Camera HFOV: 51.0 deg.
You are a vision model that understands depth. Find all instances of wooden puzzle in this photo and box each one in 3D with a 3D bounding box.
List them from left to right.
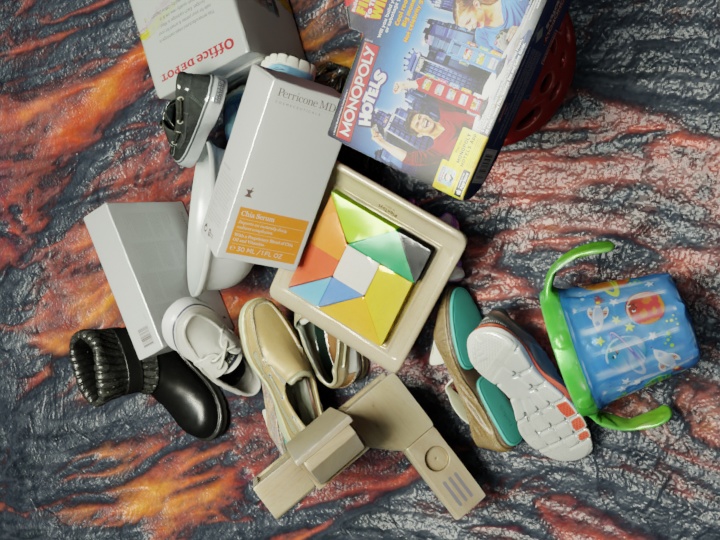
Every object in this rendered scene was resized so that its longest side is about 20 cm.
[{"bbox_3d":[0.000,0.000,0.856,0.185,0.037,0.201,31,117,12],"label":"wooden puzzle"}]

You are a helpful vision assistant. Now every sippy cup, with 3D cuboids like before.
[{"bbox_3d":[0.266,0.066,0.769,0.130,0.178,0.140,-19,45,17],"label":"sippy cup"}]

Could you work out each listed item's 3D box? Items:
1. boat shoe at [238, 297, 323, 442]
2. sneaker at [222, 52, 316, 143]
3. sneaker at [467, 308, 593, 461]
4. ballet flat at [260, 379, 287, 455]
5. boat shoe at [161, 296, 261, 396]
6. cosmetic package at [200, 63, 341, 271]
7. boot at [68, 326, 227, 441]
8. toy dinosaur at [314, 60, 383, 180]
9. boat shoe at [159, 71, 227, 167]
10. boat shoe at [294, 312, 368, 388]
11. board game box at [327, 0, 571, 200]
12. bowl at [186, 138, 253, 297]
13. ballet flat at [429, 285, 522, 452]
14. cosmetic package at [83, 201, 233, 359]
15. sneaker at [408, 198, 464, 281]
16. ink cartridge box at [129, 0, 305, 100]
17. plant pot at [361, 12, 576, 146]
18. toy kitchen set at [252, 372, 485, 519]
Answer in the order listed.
[{"bbox_3d":[-0.086,0.125,0.935,0.076,0.071,0.201,-14,101,62],"label":"boat shoe"},{"bbox_3d":[-0.122,-0.181,0.917,0.200,0.078,0.090,-32,49,59],"label":"sneaker"},{"bbox_3d":[0.198,0.121,0.836,0.077,0.082,0.200,-26,108,34],"label":"sneaker"},{"bbox_3d":[-0.104,0.166,1.006,0.067,0.068,0.201,-12,84,47],"label":"ballet flat"},{"bbox_3d":[-0.183,0.106,0.969,0.066,0.200,0.072,25,63,30],"label":"boat shoe"},{"bbox_3d":[-0.092,-0.108,0.822,0.071,0.101,0.201,46,121,53],"label":"cosmetic package"},{"bbox_3d":[-0.293,0.162,1.040,0.079,0.158,0.211,-46,75,23],"label":"boot"},{"bbox_3d":[-0.044,-0.150,0.933,0.136,0.102,0.201,28,125,42],"label":"toy dinosaur"},{"bbox_3d":[-0.209,-0.184,0.908,0.200,0.056,0.069,148,131,-62],"label":"boat shoe"},{"bbox_3d":[-0.046,0.049,0.953,0.075,0.068,0.201,-22,85,27],"label":"boat shoe"},{"bbox_3d":[0.056,-0.195,0.677,0.199,0.062,0.201,30,109,24],"label":"board game box"},{"bbox_3d":[-0.165,-0.063,0.967,0.201,0.090,0.202,-175,90,-70],"label":"bowl"},{"bbox_3d":[0.123,0.120,0.886,0.072,0.068,0.201,-25,87,46],"label":"ballet flat"},{"bbox_3d":[-0.266,0.007,1.015,0.052,0.151,0.201,-26,83,28],"label":"cosmetic package"},{"bbox_3d":[0.034,-0.045,0.903,0.199,0.080,0.089,12,94,21],"label":"sneaker"},{"bbox_3d":[-0.181,-0.323,0.939,0.145,0.144,0.201,-17,87,27],"label":"ink cartridge box"},{"bbox_3d":[0.106,-0.231,0.785,0.200,0.182,0.202,3,97,29],"label":"plant pot"},{"bbox_3d":[0.012,0.240,0.828,0.200,0.163,0.181,-38,89,-11],"label":"toy kitchen set"}]
